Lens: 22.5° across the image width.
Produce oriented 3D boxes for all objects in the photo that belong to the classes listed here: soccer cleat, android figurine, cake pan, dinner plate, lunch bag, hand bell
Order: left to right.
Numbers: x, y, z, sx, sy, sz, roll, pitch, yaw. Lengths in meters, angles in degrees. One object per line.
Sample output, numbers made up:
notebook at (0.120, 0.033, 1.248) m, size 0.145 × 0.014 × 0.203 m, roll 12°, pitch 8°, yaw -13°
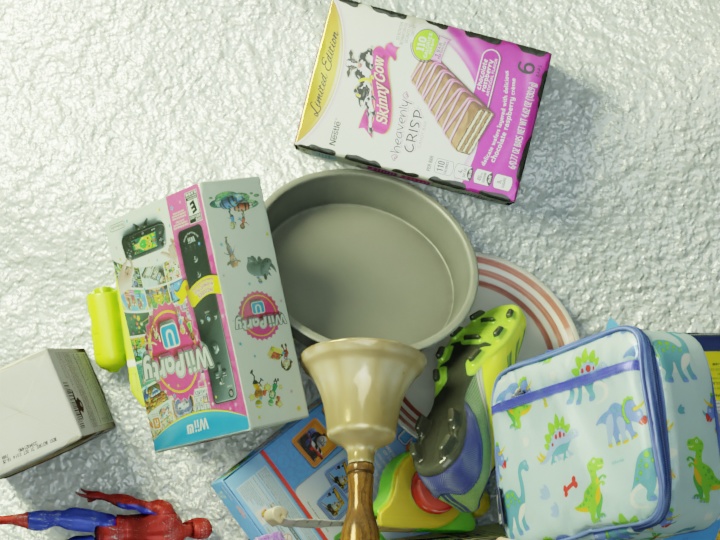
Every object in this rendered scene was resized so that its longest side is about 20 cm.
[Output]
android figurine at (-0.145, 0.046, 1.579) m, size 0.181 × 0.041 × 0.201 m, roll -10°, pitch 88°, yaw -1°
cake pan at (0.000, 0.000, 1.533) m, size 0.199 × 0.037 × 0.201 m, roll 7°, pitch 50°, yaw -8°
hand bell at (0.002, 0.164, 1.427) m, size 0.104 × 0.104 × 0.201 m, roll 1°, pitch 68°, yaw -1°
dinner plate at (0.095, 0.074, 1.557) m, size 0.199 × 0.024 × 0.201 m, roll 7°, pitch 60°, yaw -12°
soccer cleat at (0.097, 0.112, 1.498) m, size 0.064 × 0.201 × 0.084 m, roll -13°, pitch 126°, yaw 36°
lunch bag at (0.182, 0.130, 1.381) m, size 0.082 × 0.200 × 0.162 m, roll 6°, pitch 74°, yaw -32°

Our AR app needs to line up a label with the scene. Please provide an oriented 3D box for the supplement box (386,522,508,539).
supplement box at (0.093, 0.323, 1.482) m, size 0.199 × 0.134 × 0.201 m, roll -3°, pitch 92°, yaw -34°

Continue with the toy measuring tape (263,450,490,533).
toy measuring tape at (0.017, 0.179, 1.489) m, size 0.199 × 0.074 × 0.074 m, roll 5°, pitch 88°, yaw -23°

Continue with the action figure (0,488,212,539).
action figure at (-0.228, 0.226, 1.569) m, size 0.199 × 0.052 × 0.066 m, roll 0°, pitch 94°, yaw -6°

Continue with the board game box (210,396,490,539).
board game box at (-0.006, 0.181, 1.536) m, size 0.200 × 0.037 × 0.152 m, roll -37°, pitch 94°, yaw -25°

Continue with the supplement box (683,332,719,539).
supplement box at (0.274, 0.153, 1.529) m, size 0.109 × 0.109 × 0.201 m, roll 1°, pitch 89°, yaw -30°

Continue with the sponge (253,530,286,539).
sponge at (-0.045, 0.318, 1.449) m, size 0.030 × 0.112 × 0.200 m, roll -16°, pitch 62°, yaw -33°

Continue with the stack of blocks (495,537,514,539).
stack of blocks at (0.122, 0.321, 1.384) m, size 0.115 × 0.058 × 0.201 m, roll -33°, pitch 108°, yaw -29°

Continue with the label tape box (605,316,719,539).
label tape box at (0.213, 0.147, 1.463) m, size 0.063 × 0.200 × 0.145 m, roll 1°, pitch 117°, yaw -32°

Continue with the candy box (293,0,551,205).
candy box at (0.054, -0.147, 1.577) m, size 0.199 × 0.061 × 0.137 m, roll 14°, pitch 89°, yaw 0°

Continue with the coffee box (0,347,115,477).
coffee box at (-0.279, 0.121, 1.495) m, size 0.114 × 0.200 × 0.080 m, roll -23°, pitch 88°, yaw -2°

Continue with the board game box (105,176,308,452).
board game box at (-0.128, 0.038, 1.487) m, size 0.064 × 0.147 × 0.201 m, roll -10°, pitch 85°, yaw -40°
